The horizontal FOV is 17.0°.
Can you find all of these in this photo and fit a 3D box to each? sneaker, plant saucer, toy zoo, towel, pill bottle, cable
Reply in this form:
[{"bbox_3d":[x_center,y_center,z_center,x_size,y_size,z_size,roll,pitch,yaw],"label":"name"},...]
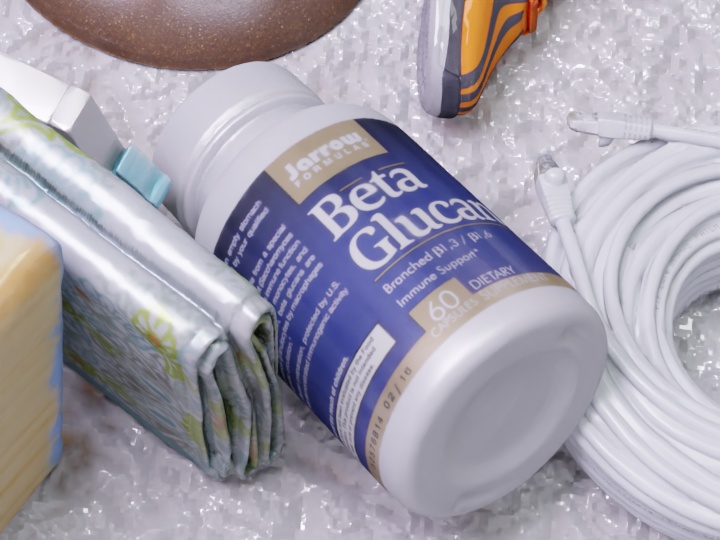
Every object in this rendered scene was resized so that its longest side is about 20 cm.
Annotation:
[{"bbox_3d":[0.092,-0.150,1.135,0.112,0.078,0.201,14,60,2],"label":"sneaker"},{"bbox_3d":[-0.081,-0.189,1.159,0.200,0.037,0.201,4,60,-6],"label":"plant saucer"},{"bbox_3d":[-0.172,-0.073,1.026,0.199,0.131,0.021,26,74,7],"label":"toy zoo"},{"bbox_3d":[-0.114,-0.005,0.973,0.200,0.171,0.048,37,73,13],"label":"towel"},{"bbox_3d":[0.000,0.000,1.008,0.111,0.111,0.200,-31,54,-22],"label":"pill bottle"},{"bbox_3d":[0.170,0.031,1.049,0.199,0.069,0.201,3,61,-6],"label":"cable"}]

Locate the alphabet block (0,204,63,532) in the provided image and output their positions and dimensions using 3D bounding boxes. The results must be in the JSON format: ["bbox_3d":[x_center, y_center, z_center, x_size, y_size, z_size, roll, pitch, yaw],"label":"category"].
[{"bbox_3d":[-0.244,0.058,0.907,0.195,0.197,0.200,30,61,12],"label":"alphabet block"}]
